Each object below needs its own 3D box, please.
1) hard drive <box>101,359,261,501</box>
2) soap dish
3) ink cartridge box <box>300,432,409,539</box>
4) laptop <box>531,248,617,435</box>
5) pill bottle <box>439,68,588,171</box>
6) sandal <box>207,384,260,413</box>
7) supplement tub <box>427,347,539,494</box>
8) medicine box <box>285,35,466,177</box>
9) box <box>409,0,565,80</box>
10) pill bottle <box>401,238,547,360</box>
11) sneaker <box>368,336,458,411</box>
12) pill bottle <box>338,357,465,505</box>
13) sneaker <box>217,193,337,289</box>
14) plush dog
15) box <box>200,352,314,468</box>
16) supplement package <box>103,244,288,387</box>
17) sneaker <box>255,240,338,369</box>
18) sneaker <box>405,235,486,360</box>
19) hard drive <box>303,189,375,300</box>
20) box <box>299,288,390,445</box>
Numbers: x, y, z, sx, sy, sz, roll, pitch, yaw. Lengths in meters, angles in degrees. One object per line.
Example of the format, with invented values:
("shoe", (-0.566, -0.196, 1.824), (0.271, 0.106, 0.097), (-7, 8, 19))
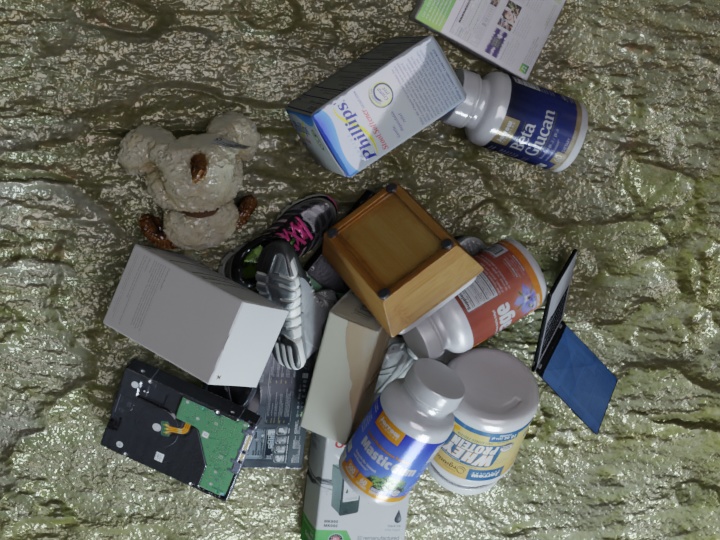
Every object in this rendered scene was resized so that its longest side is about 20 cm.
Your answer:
("hard drive", (-0.253, 0.225, 1.658), (0.199, 0.038, 0.140), (24, 115, 3))
("soap dish", (0.050, -0.022, 1.629), (0.157, 0.200, 0.081), (-36, 139, -6))
("ink cartridge box", (-0.004, 0.326, 1.780), (0.145, 0.084, 0.201), (3, 99, -16))
("laptop", (0.334, 0.102, 1.754), (0.116, 0.187, 0.201), (15, 116, 15))
("pill bottle", (0.221, -0.224, 1.718), (0.199, 0.111, 0.111), (17, 96, -17))
("sandal", (-0.171, 0.138, 1.666), (0.076, 0.043, 0.201), (7, 99, -15))
("supplement tub", (0.173, 0.226, 1.738), (0.144, 0.145, 0.200), (-3, 138, -14))
("medicine box", (0.016, -0.231, 1.624), (0.200, 0.182, 0.103), (-35, 107, -6))
("box", (0.189, -0.386, 1.719), (0.200, 0.036, 0.145), (26, 93, -19))
("pill bottle", (0.156, 0.047, 1.668), (0.200, 0.112, 0.112), (-30, 107, -15))
("sneaker", (0.075, 0.129, 1.769), (0.200, 0.078, 0.100), (-30, 102, -9))
("pill bottle", (0.061, 0.221, 1.634), (0.112, 0.112, 0.200), (21, 119, -18))
("sneaker", (-0.111, -0.035, 1.678), (0.200, 0.087, 0.074), (-35, 107, -6))
("plush dog", (-0.221, -0.105, 1.618), (0.199, 0.161, 0.172), (-12, 127, -13))
("box", (-0.156, 0.190, 1.730), (0.157, 0.051, 0.201), (3, 101, -16))
("supplement package", (-0.223, 0.063, 1.597), (0.120, 0.200, 0.122), (16, 99, -62))
("sneaker", (-0.081, 0.031, 1.655), (0.115, 0.075, 0.201), (-33, 132, -41))
("sneaker", (0.120, 0.041, 1.754), (0.078, 0.079, 0.200), (31, 84, -23))
("hard drive", (0.000, 0.000, 1.742), (0.140, 0.038, 0.200), (39, 88, -18))
("box", (-0.017, 0.138, 1.684), (0.078, 0.095, 0.201), (22, 120, 13))
